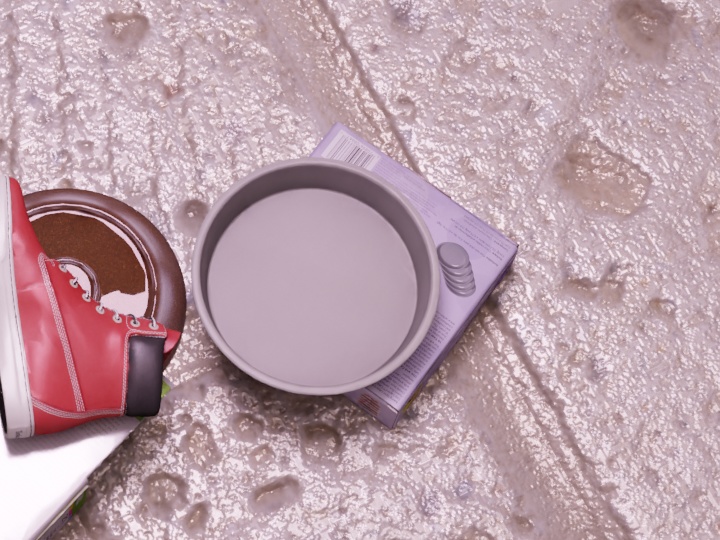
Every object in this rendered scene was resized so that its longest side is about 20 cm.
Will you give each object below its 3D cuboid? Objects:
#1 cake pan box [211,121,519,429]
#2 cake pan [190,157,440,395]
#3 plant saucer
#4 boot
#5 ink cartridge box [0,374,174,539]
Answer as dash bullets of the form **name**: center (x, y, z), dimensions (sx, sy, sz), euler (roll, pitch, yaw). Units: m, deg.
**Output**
- **cake pan box**: center (0.000, 0.000, 1.747), dimensions (0.199, 0.052, 0.185), euler (34, 66, 6)
- **cake pan**: center (-0.036, 0.008, 1.693), dimensions (0.198, 0.037, 0.202), euler (2, 68, -5)
- **plant saucer**: center (-0.239, 0.021, 1.720), dimensions (0.198, 0.032, 0.202), euler (3, 69, -7)
- **boot**: center (-0.215, 0.020, 1.619), dimensions (0.143, 0.072, 0.202), euler (-9, 80, -16)
- **ink cartridge box**: center (-0.262, 0.123, 1.647), dimensions (0.148, 0.076, 0.200), euler (41, 69, 6)
